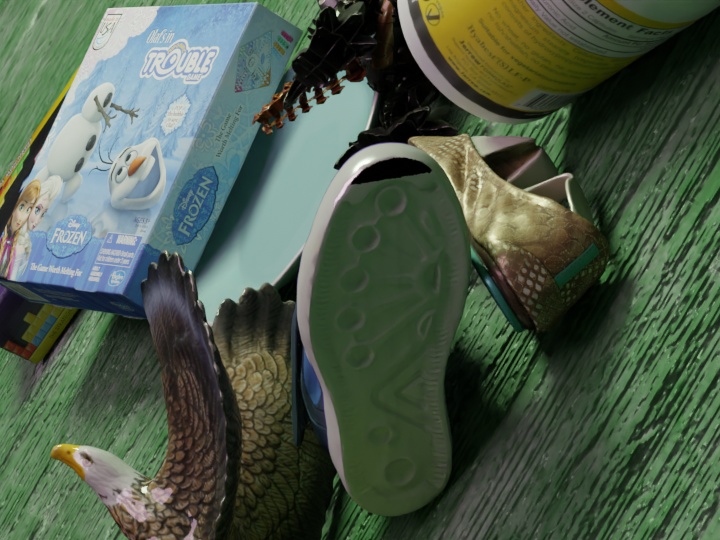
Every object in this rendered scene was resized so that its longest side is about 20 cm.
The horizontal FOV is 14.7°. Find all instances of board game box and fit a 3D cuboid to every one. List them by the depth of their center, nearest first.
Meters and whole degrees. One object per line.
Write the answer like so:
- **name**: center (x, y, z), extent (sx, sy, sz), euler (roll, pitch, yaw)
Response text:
- **board game box**: center (-0.140, -0.071, 1.759), extent (0.200, 0.043, 0.200), euler (5, 68, 57)
- **board game box**: center (-0.198, -0.059, 1.963), extent (0.200, 0.057, 0.166), euler (-53, 22, 21)

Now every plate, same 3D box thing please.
- **plate**: center (-0.036, -0.053, 1.631), extent (0.200, 0.026, 0.201), euler (-47, 26, 31)

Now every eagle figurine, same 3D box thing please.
- **eagle figurine**: center (-0.079, 0.104, 1.364), extent (0.201, 0.151, 0.152), euler (-61, 22, 0)

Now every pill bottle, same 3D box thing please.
- **pill bottle**: center (0.113, -0.153, 1.300), extent (0.200, 0.111, 0.112), euler (-31, 36, 51)

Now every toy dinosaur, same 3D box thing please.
- **toy dinosaur**: center (0.023, -0.122, 1.515), extent (0.200, 0.102, 0.136), euler (-56, 7, 39)

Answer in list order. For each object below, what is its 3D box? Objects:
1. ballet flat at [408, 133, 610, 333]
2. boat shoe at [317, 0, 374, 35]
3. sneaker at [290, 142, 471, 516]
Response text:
- **ballet flat**: center (0.072, -0.027, 1.327), extent (0.065, 0.071, 0.200), euler (-32, 27, -1)
- **boat shoe**: center (-0.001, -0.192, 1.651), extent (0.060, 0.074, 0.200), euler (-59, 18, 18)
- **sneaker**: center (0.000, 0.000, 1.313), extent (0.147, 0.080, 0.201), euler (-110, 14, -55)
